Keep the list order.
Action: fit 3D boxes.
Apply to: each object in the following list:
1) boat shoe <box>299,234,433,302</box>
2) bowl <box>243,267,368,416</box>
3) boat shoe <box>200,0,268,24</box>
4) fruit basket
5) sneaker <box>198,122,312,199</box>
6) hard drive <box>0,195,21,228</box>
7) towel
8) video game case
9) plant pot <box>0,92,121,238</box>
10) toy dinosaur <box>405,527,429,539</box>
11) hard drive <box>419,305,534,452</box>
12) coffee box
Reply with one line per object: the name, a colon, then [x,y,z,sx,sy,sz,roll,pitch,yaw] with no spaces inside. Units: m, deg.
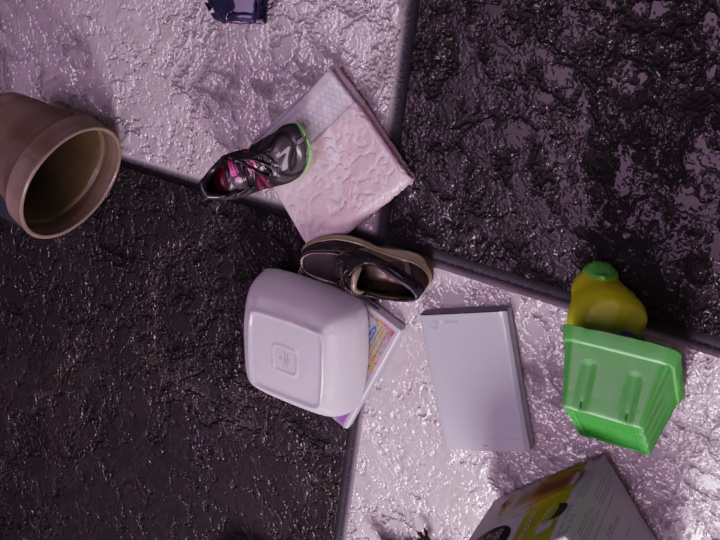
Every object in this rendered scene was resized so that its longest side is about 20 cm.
boat shoe: [0.000,0.000,1.294,0.197,0.065,0.074,6,127,22]
bowl: [-0.091,0.115,1.359,0.197,0.074,0.203,18,121,25]
boat shoe: [-0.209,-0.390,1.287,0.197,0.074,0.094,13,106,24]
fruit basket: [0.310,0.094,1.119,0.153,0.215,0.219,13,113,25]
sneaker: [-0.145,-0.140,1.299,0.198,0.084,0.078,-26,94,35]
hard drive: [-0.596,-0.183,1.603,0.138,0.033,0.203,26,117,19]
towel: [-0.046,-0.149,1.305,0.199,0.032,0.192,-36,88,34]
video game case: [-0.047,0.108,1.399,0.181,0.024,0.202,36,120,14]
plant pot: [-0.503,-0.179,1.454,0.172,0.199,0.202,35,120,16]
toy dinosaur: [0.102,0.447,1.418,0.198,0.047,0.089,32,134,16]
hard drive: [0.160,0.151,1.294,0.130,0.026,0.204,-4,105,30]
coffee box: [0.262,0.400,1.209,0.197,0.199,0.202,-31,91,34]
